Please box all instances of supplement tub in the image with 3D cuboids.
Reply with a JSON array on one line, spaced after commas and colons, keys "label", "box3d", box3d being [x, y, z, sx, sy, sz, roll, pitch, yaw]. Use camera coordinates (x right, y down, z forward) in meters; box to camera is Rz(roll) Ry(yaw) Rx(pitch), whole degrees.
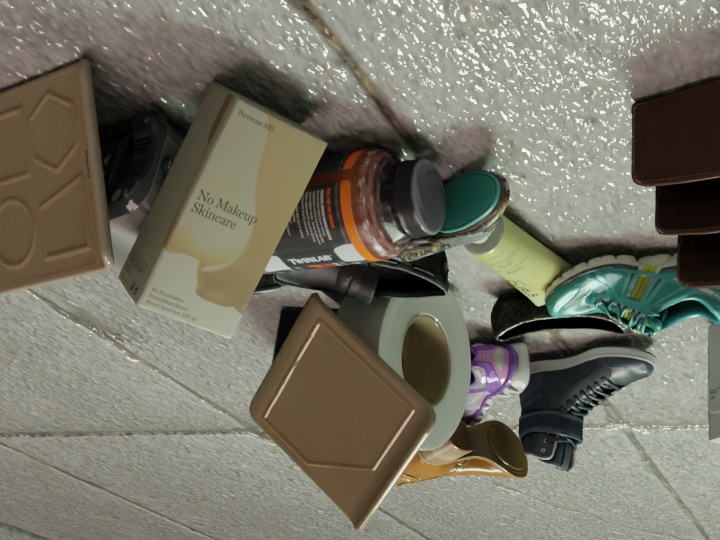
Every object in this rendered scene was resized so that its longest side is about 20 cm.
[{"label": "supplement tub", "box3d": [-0.021, -0.057, 1.072, 0.198, 0.108, 0.107, -7, 152, 30]}]

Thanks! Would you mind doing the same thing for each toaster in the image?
[{"label": "toaster", "box3d": [-0.228, -0.066, 1.098, 0.198, 0.115, 0.129, -9, 147, 34]}]

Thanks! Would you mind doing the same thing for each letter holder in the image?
[{"label": "letter holder", "box3d": [0.325, -0.075, 0.883, 0.199, 0.144, 0.100, -12, 149, 38]}]

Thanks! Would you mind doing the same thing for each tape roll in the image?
[{"label": "tape roll", "box3d": [0.049, 0.104, 1.284, 0.070, 0.204, 0.202, -5, 153, 36]}]

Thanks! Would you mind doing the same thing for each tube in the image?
[{"label": "tube", "box3d": [0.180, -0.006, 1.197, 0.058, 0.052, 0.199, 24, 176, 41]}]

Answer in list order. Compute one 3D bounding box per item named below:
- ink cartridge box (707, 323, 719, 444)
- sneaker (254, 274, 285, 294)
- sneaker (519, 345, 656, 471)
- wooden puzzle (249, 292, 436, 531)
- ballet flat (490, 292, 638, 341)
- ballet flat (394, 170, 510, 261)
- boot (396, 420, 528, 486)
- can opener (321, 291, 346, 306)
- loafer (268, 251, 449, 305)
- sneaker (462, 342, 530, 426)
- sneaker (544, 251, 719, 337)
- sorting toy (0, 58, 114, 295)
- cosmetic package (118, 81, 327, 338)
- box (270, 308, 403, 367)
[{"label": "ink cartridge box", "box3d": [0.521, 0.137, 1.281, 0.198, 0.147, 0.146, 19, 154, -23]}, {"label": "sneaker", "box3d": [-0.183, 0.011, 1.252, 0.145, 0.078, 0.201, -14, 172, 43]}, {"label": "sneaker", "box3d": [0.288, 0.180, 1.434, 0.077, 0.148, 0.201, 29, 147, -36]}, {"label": "wooden puzzle", "box3d": [-0.021, 0.151, 1.205, 0.037, 0.200, 0.186, -17, 145, -50]}, {"label": "ballet flat", "box3d": [0.251, 0.062, 1.308, 0.198, 0.057, 0.067, 2, 156, 13]}, {"label": "ballet flat", "box3d": [0.090, -0.050, 1.103, 0.072, 0.073, 0.199, 25, 156, -33]}, {"label": "boot", "box3d": [0.123, 0.260, 1.541, 0.199, 0.074, 0.154, 25, 139, -38]}, {"label": "can opener", "box3d": [-0.032, 0.017, 1.302, 0.066, 0.054, 0.200, -10, 149, 33]}, {"label": "loafer", "box3d": [0.000, 0.000, 1.185, 0.198, 0.071, 0.068, 0, 142, -15]}, {"label": "sneaker", "box3d": [0.145, 0.146, 1.495, 0.088, 0.081, 0.200, 10, 151, -19]}, {"label": "sneaker", "box3d": [0.292, 0.029, 1.181, 0.198, 0.080, 0.078, -6, 151, 18]}, {"label": "sorting toy", "box3d": [-0.293, -0.080, 1.032, 0.199, 0.187, 0.036, -11, 175, 39]}, {"label": "cosmetic package", "box3d": [-0.124, -0.053, 0.999, 0.105, 0.201, 0.071, 21, -170, -32]}, {"label": "box", "box3d": [0.000, 0.137, 1.492, 0.198, 0.105, 0.182, 2, 156, 13]}]
